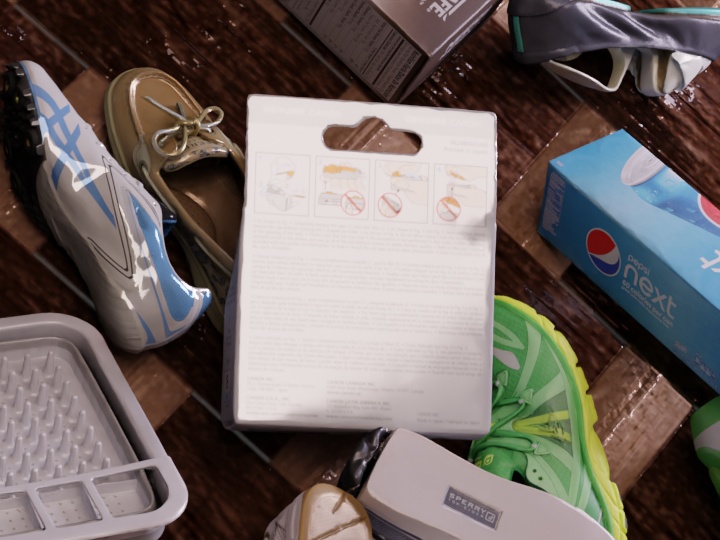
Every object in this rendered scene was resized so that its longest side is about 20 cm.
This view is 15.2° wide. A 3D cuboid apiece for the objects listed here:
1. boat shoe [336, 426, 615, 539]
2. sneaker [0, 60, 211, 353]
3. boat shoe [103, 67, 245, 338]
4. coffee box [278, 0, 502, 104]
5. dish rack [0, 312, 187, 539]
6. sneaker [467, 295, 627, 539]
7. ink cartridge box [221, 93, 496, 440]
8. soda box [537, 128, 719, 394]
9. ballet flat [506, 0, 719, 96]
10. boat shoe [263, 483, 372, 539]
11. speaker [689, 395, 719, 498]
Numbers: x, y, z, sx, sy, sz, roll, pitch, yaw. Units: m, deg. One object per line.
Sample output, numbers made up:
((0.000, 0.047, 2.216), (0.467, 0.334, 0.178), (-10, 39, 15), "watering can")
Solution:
((0.071, 0.168, 1.636), (0.200, 0.093, 0.075), (33, 59, -4), "boat shoe")
((-0.161, -0.043, 1.663), (0.072, 0.072, 0.200), (-25, 79, -29), "sneaker")
((-0.093, -0.049, 1.695), (0.073, 0.063, 0.200), (-25, 77, -29), "boat shoe")
((-0.004, -0.222, 1.803), (0.200, 0.080, 0.114), (43, 59, 3), "coffee box")
((-0.206, 0.105, 1.551), (0.171, 0.044, 0.200), (-8, 40, -23), "dish rack")
((0.102, 0.106, 1.689), (0.083, 0.074, 0.200), (-11, 70, -29), "sneaker")
((0.000, 0.000, 1.637), (0.160, 0.047, 0.200), (3, 82, -13), "ink cartridge box")
((0.204, -0.004, 1.742), (0.068, 0.064, 0.200), (-24, 51, -29), "soda box")
((0.185, -0.155, 1.855), (0.200, 0.073, 0.073), (4, 64, -31), "ballet flat")
((-0.039, 0.222, 1.544), (0.071, 0.069, 0.200), (31, 49, -26), "boat shoe")
((0.284, 0.169, 1.722), (0.088, 0.088, 0.200), (-15, 72, -26), "speaker")
